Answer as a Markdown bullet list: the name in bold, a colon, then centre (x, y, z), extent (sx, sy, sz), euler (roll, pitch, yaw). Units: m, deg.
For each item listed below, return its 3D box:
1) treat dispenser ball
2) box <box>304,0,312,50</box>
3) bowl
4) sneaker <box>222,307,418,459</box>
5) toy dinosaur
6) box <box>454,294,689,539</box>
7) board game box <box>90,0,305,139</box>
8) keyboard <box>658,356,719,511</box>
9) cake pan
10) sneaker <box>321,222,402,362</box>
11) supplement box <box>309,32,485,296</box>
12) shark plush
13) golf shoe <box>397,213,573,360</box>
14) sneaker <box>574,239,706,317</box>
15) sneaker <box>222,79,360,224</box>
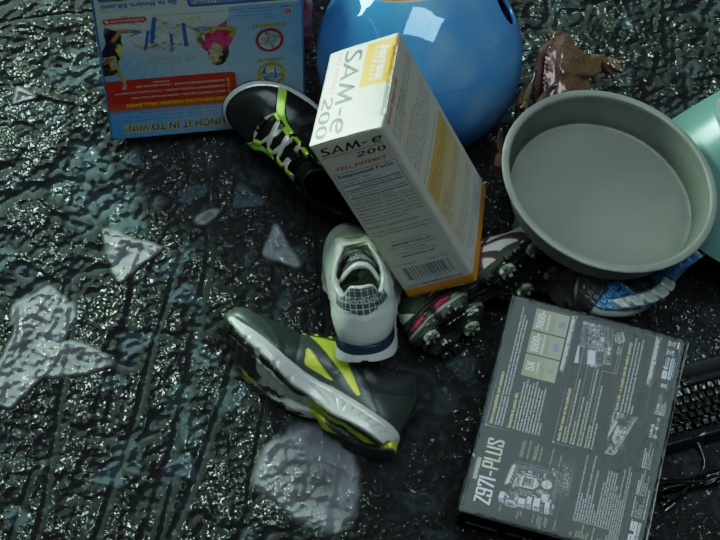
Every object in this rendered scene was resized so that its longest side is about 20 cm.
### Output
- **treat dispenser ball**: centre (0.057, -0.207, 1.425), extent (0.200, 0.201, 0.202), euler (1, 63, -3)
- **box**: centre (-0.119, -0.328, 1.531), extent (0.094, 0.103, 0.201), euler (-13, 64, -10)
- **bowl**: centre (0.379, -0.102, 1.405), extent (0.200, 0.105, 0.202), euler (15, 45, -16)
- **sneaker**: centre (-0.036, 0.091, 1.351), extent (0.200, 0.075, 0.085), euler (36, 61, 4)
- **toy dinosaur**: centre (0.193, -0.177, 1.446), extent (0.135, 0.086, 0.201), euler (24, 58, -38)
- **box**: centre (0.185, 0.144, 1.302), extent (0.163, 0.086, 0.201), euler (14, 74, 5)
- **board game box**: centre (-0.154, -0.227, 1.422), extent (0.199, 0.196, 0.056), euler (-5, 46, -7)
- **keyboard**: centre (0.309, 0.147, 1.365), extent (0.199, 0.021, 0.128), euler (-15, 65, -9)
- **cake pan**: centre (0.220, -0.074, 1.325), extent (0.199, 0.037, 0.201), euler (5, 56, -8)
- **sneaker**: centre (0.000, 0.000, 1.350), extent (0.076, 0.081, 0.200), euler (-11, 31, -2)
- **supplement box**: centre (0.038, -0.091, 1.312), extent (0.073, 0.200, 0.126), euler (-14, 42, 24)
- **shark plush**: centre (0.220, -0.003, 1.412), extent (0.083, 0.091, 0.201), euler (8, 53, -34)
- **golf shoe**: centre (0.116, -0.007, 1.374), extent (0.200, 0.077, 0.088), euler (-35, 51, 5)
- **sneaker**: centre (0.255, 0.009, 1.371), extent (0.200, 0.087, 0.075), euler (-26, 68, -44)
- **sneaker**: centre (-0.048, -0.112, 1.411), extent (0.200, 0.083, 0.072), euler (35, 109, 0)
